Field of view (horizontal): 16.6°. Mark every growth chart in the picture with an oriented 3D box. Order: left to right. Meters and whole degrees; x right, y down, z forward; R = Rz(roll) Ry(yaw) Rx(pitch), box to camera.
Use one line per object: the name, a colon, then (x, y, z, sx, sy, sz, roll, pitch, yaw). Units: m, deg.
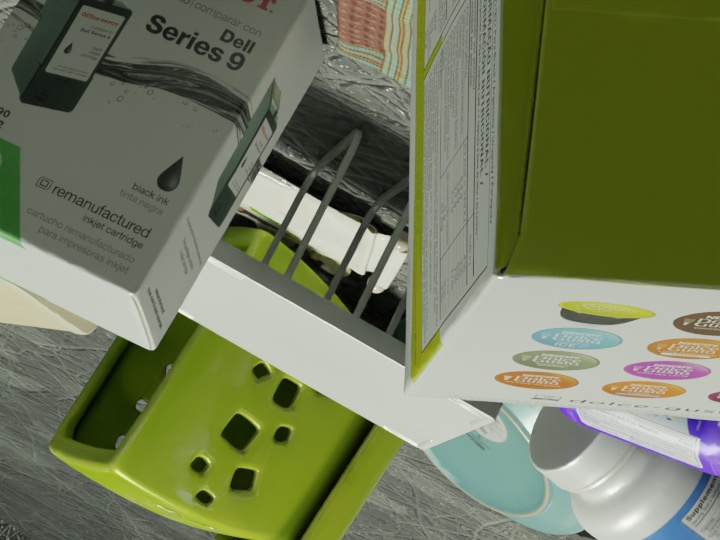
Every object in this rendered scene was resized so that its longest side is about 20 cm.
growth chart: (-0.055, -0.046, 1.633, 0.200, 0.018, 0.145, 31, 164, -8)

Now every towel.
towel: (0.076, -0.098, 1.255, 0.199, 0.022, 0.147, 26, 163, 9)

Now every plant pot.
plant pot: (-0.080, 0.101, 1.752, 0.181, 0.200, 0.199, 37, 169, -17)

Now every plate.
plate: (0.087, 0.116, 1.757, 0.200, 0.026, 0.201, 34, 149, 24)

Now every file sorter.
file sorter: (0.000, 0.000, 1.490, 0.200, 0.125, 0.139, 30, 163, -9)

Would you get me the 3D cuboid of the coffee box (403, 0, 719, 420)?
coffee box: (0.126, -0.064, 0.854, 0.199, 0.201, 0.198, 4, 166, -7)

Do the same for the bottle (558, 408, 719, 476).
bottle: (0.212, 0.078, 1.453, 0.199, 0.084, 0.065, 21, 162, 27)

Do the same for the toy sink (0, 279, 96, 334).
toy sink: (-0.219, -0.037, 1.731, 0.112, 0.131, 0.200, 38, 160, -30)

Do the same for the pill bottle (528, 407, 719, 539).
pill bottle: (0.208, 0.146, 1.617, 0.200, 0.113, 0.112, 36, 162, -23)

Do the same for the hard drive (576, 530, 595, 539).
hard drive: (0.157, 0.150, 1.833, 0.135, 0.042, 0.200, 9, 155, 48)

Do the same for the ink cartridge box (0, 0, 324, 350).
ink cartridge box: (-0.128, -0.083, 1.320, 0.146, 0.200, 0.084, 24, 161, 13)
